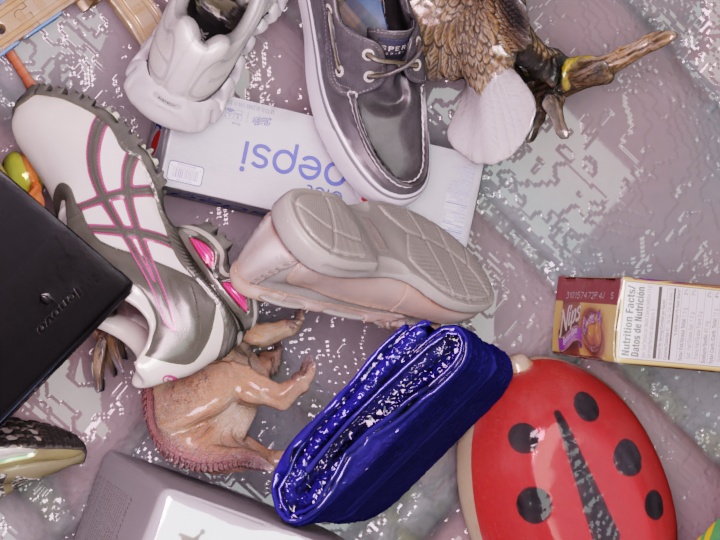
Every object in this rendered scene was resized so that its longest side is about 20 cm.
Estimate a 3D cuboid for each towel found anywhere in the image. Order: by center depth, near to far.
[{"bbox_3d":[0.018,0.088,1.471,0.148,0.200,0.050,-44,77,4],"label":"towel"}]

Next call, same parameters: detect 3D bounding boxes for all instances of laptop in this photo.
[{"bbox_3d":[-0.266,-0.010,1.414,0.187,0.200,0.116,-45,145,11],"label":"laptop"}]

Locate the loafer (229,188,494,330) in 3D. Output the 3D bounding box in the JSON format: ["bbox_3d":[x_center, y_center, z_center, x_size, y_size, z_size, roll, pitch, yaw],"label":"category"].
[{"bbox_3d":[0.000,0.000,1.452,0.063,0.200,0.072,-39,60,24],"label":"loafer"}]

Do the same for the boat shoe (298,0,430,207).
[{"bbox_3d":[0.008,-0.139,1.475,0.070,0.066,0.201,-9,86,-28],"label":"boat shoe"}]

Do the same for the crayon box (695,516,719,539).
[{"bbox_3d":[0.232,0.222,1.584,0.200,0.051,0.127,-42,142,-11],"label":"crayon box"}]

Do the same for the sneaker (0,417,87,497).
[{"bbox_3d":[-0.255,0.147,1.480,0.199,0.077,0.089,-17,107,-8],"label":"sneaker"}]

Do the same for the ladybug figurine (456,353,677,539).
[{"bbox_3d":[0.135,0.146,1.578,0.135,0.072,0.201,-27,98,-13],"label":"ladybug figurine"}]

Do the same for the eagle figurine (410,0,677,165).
[{"bbox_3d":[0.068,-0.177,1.529,0.152,0.151,0.200,-41,111,-2],"label":"eagle figurine"}]

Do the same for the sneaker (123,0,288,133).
[{"bbox_3d":[-0.075,-0.175,1.479,0.075,0.081,0.201,22,53,-6],"label":"sneaker"}]

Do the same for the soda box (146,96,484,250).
[{"bbox_3d":[-0.030,-0.059,1.530,0.199,0.068,0.064,13,86,-16],"label":"soda box"}]

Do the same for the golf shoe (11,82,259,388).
[{"bbox_3d":[-0.145,-0.024,1.429,0.088,0.077,0.200,-35,73,-27],"label":"golf shoe"}]

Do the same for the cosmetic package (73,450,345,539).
[{"bbox_3d":[-0.086,0.217,1.452,0.164,0.200,0.166,22,87,-14],"label":"cosmetic package"}]

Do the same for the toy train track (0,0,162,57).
[{"bbox_3d":[-0.184,-0.165,1.483,0.200,0.033,0.115,-38,89,-23],"label":"toy train track"}]

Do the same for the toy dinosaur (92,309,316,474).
[{"bbox_3d":[-0.101,0.066,1.477,0.135,0.201,0.086,-1,133,-13],"label":"toy dinosaur"}]

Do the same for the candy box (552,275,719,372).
[{"bbox_3d":[0.233,0.038,1.580,0.199,0.117,0.057,7,89,-15],"label":"candy box"}]

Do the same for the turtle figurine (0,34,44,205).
[{"bbox_3d":[-0.250,-0.035,1.472,0.160,0.064,0.201,-13,95,-15],"label":"turtle figurine"}]
